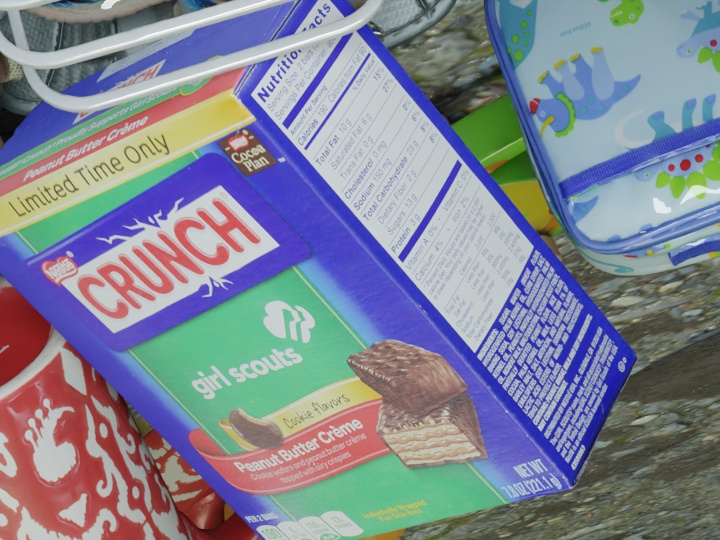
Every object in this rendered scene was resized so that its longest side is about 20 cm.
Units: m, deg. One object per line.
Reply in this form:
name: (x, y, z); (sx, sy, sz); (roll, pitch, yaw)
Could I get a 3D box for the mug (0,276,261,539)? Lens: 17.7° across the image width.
mug: (-0.131, 0.101, 0.999); (0.133, 0.201, 0.178); (-3, -145, 27)

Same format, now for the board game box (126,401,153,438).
board game box: (-0.187, 0.070, 1.044); (0.200, 0.035, 0.135); (-41, 124, 7)

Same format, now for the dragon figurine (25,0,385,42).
dragon figurine: (-0.036, -0.131, 0.877); (0.199, 0.100, 0.059); (2, 164, 3)

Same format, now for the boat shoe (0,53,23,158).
boat shoe: (-0.170, -0.073, 0.887); (0.075, 0.075, 0.203); (-39, 149, -24)

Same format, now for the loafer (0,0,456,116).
loafer: (-0.056, -0.109, 0.947); (0.199, 0.072, 0.063); (-11, -177, 5)

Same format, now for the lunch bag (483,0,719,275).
lunch bag: (0.166, -0.092, 1.025); (0.199, 0.162, 0.082); (-19, 164, 10)

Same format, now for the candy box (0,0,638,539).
candy box: (-0.025, 0.006, 0.867); (0.169, 0.200, 0.077); (-20, -151, 44)

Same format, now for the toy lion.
toy lion: (0.124, -0.066, 1.259); (0.191, 0.069, 0.200); (-30, 160, 17)

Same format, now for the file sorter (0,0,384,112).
file sorter: (-0.070, -0.145, 0.691); (0.138, 0.125, 0.200); (-16, 164, 1)

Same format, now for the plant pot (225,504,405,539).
plant pot: (-0.037, 0.125, 1.513); (0.183, 0.201, 0.200); (-41, 156, 20)

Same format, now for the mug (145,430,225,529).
mug: (-0.082, 0.075, 1.345); (0.177, 0.134, 0.200); (34, 136, -16)
